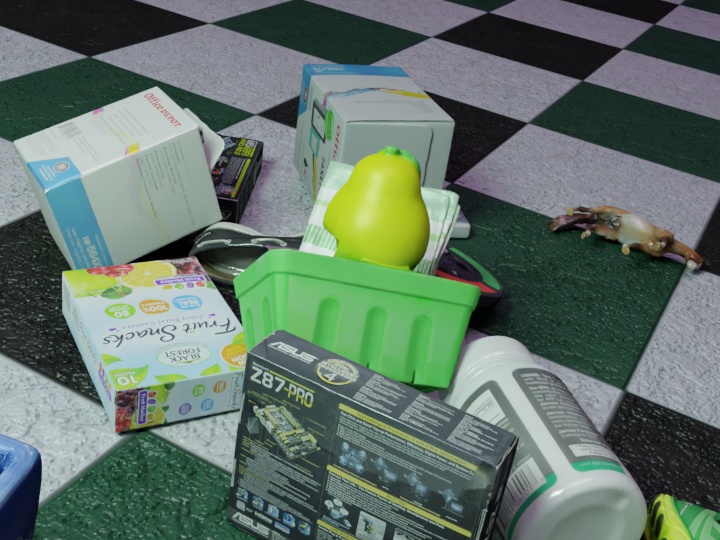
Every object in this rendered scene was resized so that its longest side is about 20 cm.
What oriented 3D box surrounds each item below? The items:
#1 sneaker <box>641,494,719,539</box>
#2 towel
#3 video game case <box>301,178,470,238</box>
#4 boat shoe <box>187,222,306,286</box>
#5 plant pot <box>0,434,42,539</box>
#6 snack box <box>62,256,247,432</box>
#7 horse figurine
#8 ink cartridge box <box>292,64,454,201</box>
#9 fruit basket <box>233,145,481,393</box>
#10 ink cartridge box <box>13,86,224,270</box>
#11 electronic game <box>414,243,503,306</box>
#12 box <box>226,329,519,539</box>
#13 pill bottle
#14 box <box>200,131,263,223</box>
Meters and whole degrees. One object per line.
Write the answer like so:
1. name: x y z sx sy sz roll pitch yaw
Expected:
1. sneaker: 0.270 0.240 0.696 0.082 0.075 0.201 4 29 -1
2. towel: 0.005 -0.004 0.965 0.151 0.202 0.023 16 -13 14
3. video game case: 0.029 -0.097 1.272 0.197 0.024 0.182 1 31 -15
4. boat shoe: -0.092 -0.008 1.028 0.198 0.075 0.060 13 30 10
5. plant pot: -0.298 0.195 0.497 0.198 0.182 0.200 13 29 8
6. snack box: -0.191 0.062 0.894 0.141 0.054 0.200 -8 34 -28
7. horse figurine: 0.352 -0.050 1.250 0.199 0.051 0.132 24 19 36
8. ink cartridge box: 0.011 -0.162 1.209 0.144 0.148 0.200 -2 30 -19
9. fruit basket: 0.000 0.000 0.834 0.213 0.218 0.155 -5 -10 -25
10. ink cartridge box: -0.253 -0.103 1.039 0.198 0.126 0.129 -26 41 -20
11. electronic game: 0.073 -0.017 1.068 0.198 0.042 0.200 26 14 -7
12. box: 0.000 0.154 0.679 0.198 0.163 0.049 21 31 21
13. pill bottle: 0.140 0.149 0.778 0.112 0.114 0.201 0 31 -17
14. box: -0.220 -0.126 1.229 0.158 0.045 0.201 9 30 -1
